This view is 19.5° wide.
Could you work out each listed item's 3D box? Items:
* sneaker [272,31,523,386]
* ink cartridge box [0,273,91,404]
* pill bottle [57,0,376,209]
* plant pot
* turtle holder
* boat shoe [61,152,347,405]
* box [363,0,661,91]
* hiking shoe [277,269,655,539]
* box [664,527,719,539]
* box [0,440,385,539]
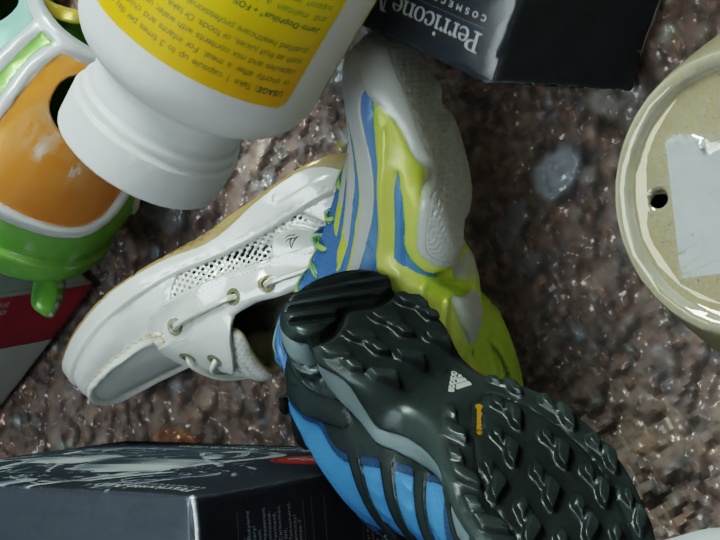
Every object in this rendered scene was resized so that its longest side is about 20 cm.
[{"bbox_3d":[0.000,0.000,0.899,0.105,0.076,0.200,-10,110,17],"label":"sneaker"},{"bbox_3d":[-0.273,0.028,1.092,0.145,0.145,0.200,51,120,19],"label":"ink cartridge box"},{"bbox_3d":[-0.042,-0.123,0.804,0.104,0.104,0.200,45,118,25],"label":"pill bottle"},{"bbox_3d":[0.178,-0.026,0.740,0.187,0.200,0.188,2,94,35],"label":"plant pot"},{"bbox_3d":[-0.159,-0.082,1.030,0.141,0.186,0.132,35,115,-5],"label":"turtle holder"},{"bbox_3d":[-0.061,0.022,0.989,0.200,0.071,0.069,-35,71,30],"label":"boat shoe"},{"bbox_3d":[0.040,-0.202,0.880,0.200,0.124,0.197,28,109,31],"label":"box"},{"bbox_3d":[0.043,0.085,0.833,0.200,0.074,0.087,46,147,31],"label":"hiking shoe"},{"bbox_3d":[0.179,0.200,0.810,0.124,0.097,0.200,-10,86,36],"label":"box"},{"bbox_3d":[-0.091,0.137,0.948,0.200,0.182,0.104,-2,91,35],"label":"box"}]
